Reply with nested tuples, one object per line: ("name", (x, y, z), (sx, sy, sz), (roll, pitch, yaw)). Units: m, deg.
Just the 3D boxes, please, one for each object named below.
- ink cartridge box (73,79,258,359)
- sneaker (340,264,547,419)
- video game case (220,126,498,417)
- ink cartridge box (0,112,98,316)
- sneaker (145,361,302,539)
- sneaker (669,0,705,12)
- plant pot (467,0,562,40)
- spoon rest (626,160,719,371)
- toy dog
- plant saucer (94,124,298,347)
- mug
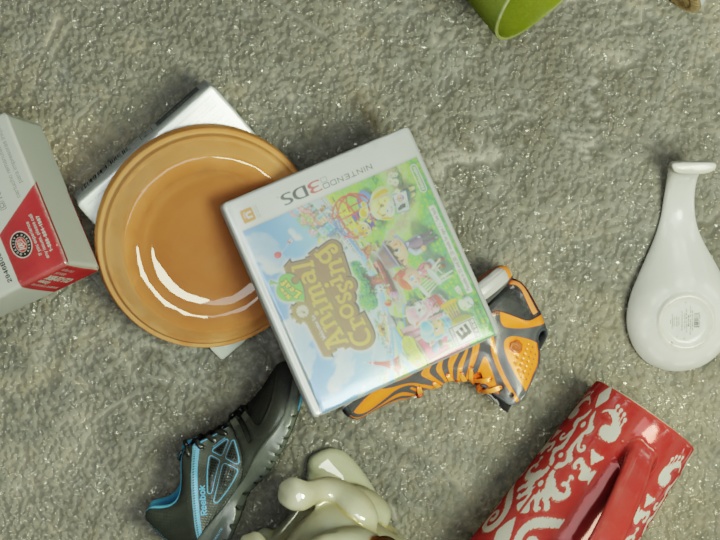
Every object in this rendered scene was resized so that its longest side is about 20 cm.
("ink cartridge box", (-0.133, -0.045, 1.542), (0.160, 0.047, 0.200), (-41, 110, -2))
("sneaker", (0.084, 0.094, 1.531), (0.200, 0.078, 0.112), (-37, 92, -1))
("video game case", (0.000, 0.000, 1.480), (0.181, 0.022, 0.201), (-23, 88, -12))
("ink cartridge box", (-0.350, -0.026, 1.475), (0.199, 0.084, 0.145), (-25, 83, 10))
("sneaker", (-0.117, 0.162, 1.525), (0.082, 0.073, 0.200), (30, 89, -2))
("sneaker", (0.294, -0.316, 1.482), (0.070, 0.200, 0.109), (37, 84, 25))
("plant pot", (0.114, -0.337, 1.483), (0.187, 0.187, 0.200), (-45, 79, -1))
("spoon rest", (0.294, -0.005, 1.557), (0.099, 0.061, 0.201), (1, 105, -2))
("toy dog", (-0.018, 0.265, 1.470), (0.139, 0.200, 0.194), (-41, 93, -1))
("plant saucer", (-0.132, -0.027, 1.502), (0.199, 0.037, 0.201), (-3, 103, -14))
("mug", (0.208, 0.216, 1.502), (0.133, 0.177, 0.200), (39, 84, -33))
